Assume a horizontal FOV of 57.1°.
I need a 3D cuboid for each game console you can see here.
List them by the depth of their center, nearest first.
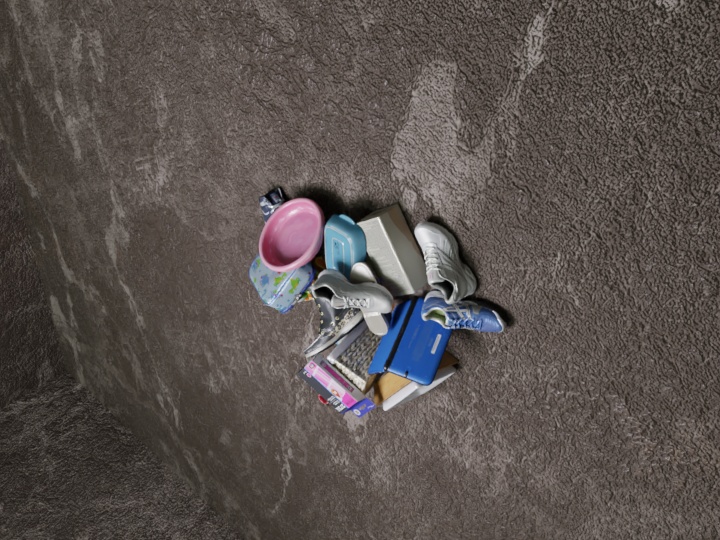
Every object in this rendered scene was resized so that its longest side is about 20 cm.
[{"bbox_3d":[0.125,0.175,1.601,0.170,0.200,0.118,19,159,15],"label":"game console"}]

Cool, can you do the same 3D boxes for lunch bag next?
[{"bbox_3d":[-0.206,0.004,1.748,0.161,0.082,0.200,-53,38,10],"label":"lunch bag"}]

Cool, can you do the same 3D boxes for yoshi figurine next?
[{"bbox_3d":[-0.171,0.033,1.810,0.200,0.112,0.112,-31,87,47],"label":"yoshi figurine"}]

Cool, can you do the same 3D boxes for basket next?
[{"bbox_3d":[0.002,0.238,1.742,0.123,0.200,0.136,36,138,14],"label":"basket"}]

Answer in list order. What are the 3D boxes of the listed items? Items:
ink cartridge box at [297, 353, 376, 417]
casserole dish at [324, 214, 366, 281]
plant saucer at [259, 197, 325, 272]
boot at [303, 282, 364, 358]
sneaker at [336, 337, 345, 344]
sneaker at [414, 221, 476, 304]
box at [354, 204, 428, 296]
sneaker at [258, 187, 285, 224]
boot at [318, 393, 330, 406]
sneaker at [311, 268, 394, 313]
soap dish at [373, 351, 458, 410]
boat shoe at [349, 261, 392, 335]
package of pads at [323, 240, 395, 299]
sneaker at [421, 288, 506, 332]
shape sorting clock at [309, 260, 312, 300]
[{"bbox_3d":[-0.061,0.302,1.676,0.200,0.037,0.095,41,138,-3],"label":"ink cartridge box"},{"bbox_3d":[-0.042,-0.043,1.604,0.121,0.039,0.200,30,137,32],"label":"casserole dish"},{"bbox_3d":[-0.164,-0.084,1.660,0.200,0.201,0.051,11,164,40],"label":"plant saucer"},{"bbox_3d":[-0.095,0.113,1.698,0.203,0.073,0.154,-39,84,12],"label":"boot"},{"bbox_3d":[-0.049,0.149,1.819,0.081,0.077,0.200,29,157,4],"label":"sneaker"},{"bbox_3d":[0.176,-0.015,1.468,0.200,0.099,0.078,56,141,-1],"label":"sneaker"},{"bbox_3d":[0.078,-0.044,1.563,0.095,0.078,0.200,-10,110,49],"label":"box"},{"bbox_3d":[-0.198,-0.158,1.767,0.200,0.070,0.109,13,127,43],"label":"sneaker"},{"bbox_3d":[-0.065,0.329,1.917,0.073,0.151,0.200,54,141,1],"label":"boot"},{"bbox_3d":[-0.023,0.066,1.537,0.200,0.092,0.076,17,123,17],"label":"sneaker"},{"bbox_3d":[0.133,0.274,1.686,0.081,0.157,0.200,63,144,16],"label":"soap dish"},{"bbox_3d":[0.030,0.059,1.606,0.073,0.063,0.200,-5,117,30],"label":"boat shoe"},{"bbox_3d":[0.000,0.000,1.681,0.154,0.068,0.200,8,124,43],"label":"package of pads"},{"bbox_3d":[0.232,0.109,1.505,0.200,0.077,0.076,14,134,25],"label":"sneaker"},{"bbox_3d":[-0.187,-0.003,1.889,0.200,0.039,0.200,19,132,23],"label":"shape sorting clock"}]
